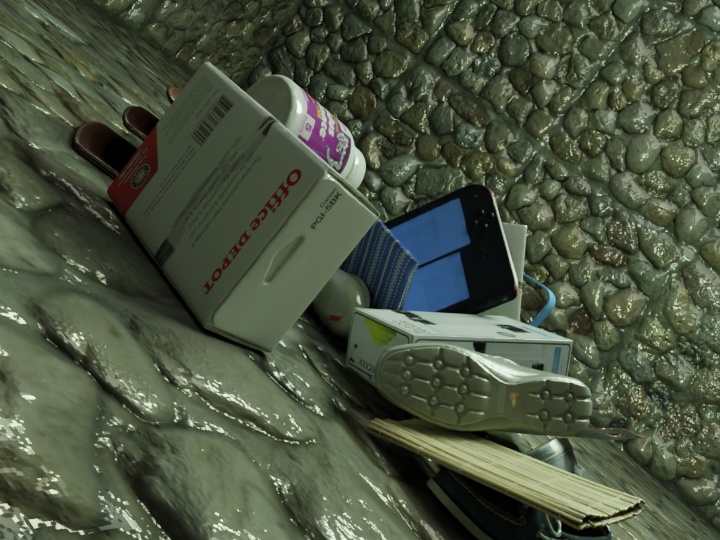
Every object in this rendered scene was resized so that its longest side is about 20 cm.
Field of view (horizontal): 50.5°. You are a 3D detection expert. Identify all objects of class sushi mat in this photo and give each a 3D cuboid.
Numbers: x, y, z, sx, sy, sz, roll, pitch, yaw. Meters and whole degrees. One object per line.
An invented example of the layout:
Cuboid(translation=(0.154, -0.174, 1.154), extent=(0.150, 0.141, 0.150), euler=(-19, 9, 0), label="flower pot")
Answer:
Cuboid(translation=(0.105, 0.147, 0.579), extent=(0.198, 0.012, 0.095), euler=(14, 3, 44), label="sushi mat")

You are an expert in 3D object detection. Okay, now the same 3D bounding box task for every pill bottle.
Cuboid(translation=(-0.076, -0.176, 1.068), extent=(0.112, 0.113, 0.199), euler=(42, 8, 36), label="pill bottle")

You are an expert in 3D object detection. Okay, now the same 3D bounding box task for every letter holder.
Cuboid(translation=(-0.221, -0.149, 0.834), extent=(0.141, 0.101, 0.200), euler=(35, 7, -19), label="letter holder")

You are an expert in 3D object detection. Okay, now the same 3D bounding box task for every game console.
Cuboid(translation=(0.080, -0.006, 0.902), extent=(0.031, 0.197, 0.179), euler=(49, 26, -40), label="game console")

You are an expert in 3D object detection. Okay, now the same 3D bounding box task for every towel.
Cuboid(translation=(0.000, 0.000, 0.870), extent=(0.023, 0.147, 0.200), euler=(-1, 32, -29), label="towel")

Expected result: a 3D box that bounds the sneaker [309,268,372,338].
Cuboid(translation=(-0.064, 0.009, 0.857), extent=(0.092, 0.071, 0.200), euler=(13, 22, -34), label="sneaker")

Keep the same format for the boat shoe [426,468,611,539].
Cuboid(translation=(0.134, 0.196, 0.612), extent=(0.199, 0.062, 0.075), euler=(36, 8, -27), label="boat shoe")

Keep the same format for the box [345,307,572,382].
Cuboid(translation=(0.098, 0.082, 0.757), extent=(0.197, 0.061, 0.116), euler=(5, 8, -29), label="box")

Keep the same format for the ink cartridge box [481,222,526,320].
Cuboid(translation=(0.162, 0.049, 1.008), extent=(0.081, 0.204, 0.147), euler=(6, -10, 4), label="ink cartridge box")

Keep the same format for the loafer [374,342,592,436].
Cuboid(translation=(0.102, 0.106, 0.660), extent=(0.196, 0.071, 0.070), euler=(15, -10, -13), label="loafer")

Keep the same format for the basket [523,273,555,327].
Cuboid(translation=(0.187, 0.077, 1.173), extent=(0.138, 0.201, 0.176), euler=(34, 6, -39), label="basket")

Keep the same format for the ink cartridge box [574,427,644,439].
Cuboid(translation=(0.230, 0.174, 0.925), extent=(0.196, 0.048, 0.160), euler=(-4, -16, 28), label="ink cartridge box")

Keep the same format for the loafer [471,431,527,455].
Cuboid(translation=(0.108, 0.145, 0.741), extent=(0.070, 0.075, 0.200), euler=(51, 2, -17), label="loafer")

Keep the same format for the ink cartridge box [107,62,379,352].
Cuboid(translation=(-0.101, -0.055, 0.623), extent=(0.200, 0.147, 0.083), euler=(44, 6, 38), label="ink cartridge box")

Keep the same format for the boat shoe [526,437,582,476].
Cuboid(translation=(0.228, 0.244, 0.907), extent=(0.073, 0.069, 0.201), euler=(66, 10, 19), label="boat shoe")
